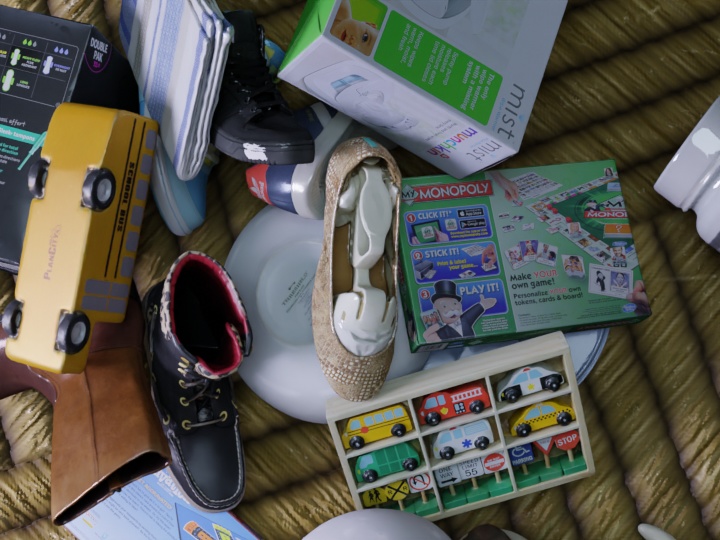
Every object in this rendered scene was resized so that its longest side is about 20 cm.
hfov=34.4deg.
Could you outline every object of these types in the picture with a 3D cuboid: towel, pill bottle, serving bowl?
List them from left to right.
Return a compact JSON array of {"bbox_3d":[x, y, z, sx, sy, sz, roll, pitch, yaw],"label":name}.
[{"bbox_3d":[-0.149,-0.187,0.911,0.023,0.148,0.201,-5,47,-27],"label":"towel"},{"bbox_3d":[-0.035,0.023,0.957,0.197,0.066,0.204,-3,81,19],"label":"serving bowl"},{"bbox_3d":[0.340,-0.044,0.923,0.199,0.113,0.114,38,87,11],"label":"pill bottle"}]

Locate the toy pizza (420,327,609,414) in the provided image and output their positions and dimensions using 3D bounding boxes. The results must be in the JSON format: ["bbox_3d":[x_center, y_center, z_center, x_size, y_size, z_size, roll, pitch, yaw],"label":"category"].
[{"bbox_3d":[0.112,0.024,0.979,0.196,0.032,0.204,-1,82,6],"label":"toy pizza"}]

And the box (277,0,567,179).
[{"bbox_3d":[0.058,-0.203,0.887,0.175,0.096,0.203,27,71,-18],"label":"box"}]

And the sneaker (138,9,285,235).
[{"bbox_3d":[-0.122,-0.137,1.007,0.128,0.080,0.204,-8,81,6],"label":"sneaker"}]

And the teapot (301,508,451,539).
[{"bbox_3d":[-0.015,0.270,0.857,0.197,0.144,0.203,36,111,50],"label":"teapot"}]

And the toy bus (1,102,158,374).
[{"bbox_3d":[-0.215,-0.025,0.899,0.064,0.078,0.204,10,90,25],"label":"toy bus"}]

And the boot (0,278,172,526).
[{"bbox_3d":[-0.242,0.118,0.939,0.186,0.069,0.202,-25,51,7],"label":"boot"}]

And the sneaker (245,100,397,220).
[{"bbox_3d":[-0.024,-0.120,0.968,0.083,0.076,0.200,11,40,30],"label":"sneaker"}]

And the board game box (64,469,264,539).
[{"bbox_3d":[-0.151,0.235,0.980,0.199,0.019,0.103,39,89,11],"label":"board game box"}]

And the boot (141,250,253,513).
[{"bbox_3d":[-0.126,0.089,0.930,0.072,0.151,0.203,-8,77,-20],"label":"boot"}]

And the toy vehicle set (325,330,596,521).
[{"bbox_3d":[0.082,0.134,0.933,0.197,0.027,0.126,-17,116,4],"label":"toy vehicle set"}]

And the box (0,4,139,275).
[{"bbox_3d":[-0.280,-0.101,0.982,0.122,0.149,0.203,13,82,10],"label":"box"}]

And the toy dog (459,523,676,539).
[{"bbox_3d":[0.154,0.266,0.885,0.197,0.140,0.196,18,70,9],"label":"toy dog"}]

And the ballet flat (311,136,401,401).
[{"bbox_3d":[0.000,0.000,0.876,0.069,0.065,0.204,-2,91,-16],"label":"ballet flat"}]

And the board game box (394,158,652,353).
[{"bbox_3d":[0.124,-0.014,0.929,0.196,0.029,0.137,-6,73,-14],"label":"board game box"}]

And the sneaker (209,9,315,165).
[{"bbox_3d":[-0.098,-0.152,0.903,0.199,0.059,0.106,27,117,50],"label":"sneaker"}]
